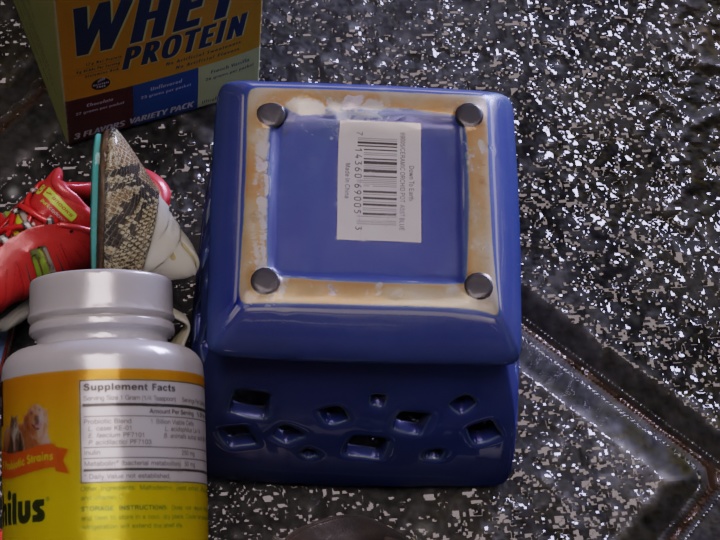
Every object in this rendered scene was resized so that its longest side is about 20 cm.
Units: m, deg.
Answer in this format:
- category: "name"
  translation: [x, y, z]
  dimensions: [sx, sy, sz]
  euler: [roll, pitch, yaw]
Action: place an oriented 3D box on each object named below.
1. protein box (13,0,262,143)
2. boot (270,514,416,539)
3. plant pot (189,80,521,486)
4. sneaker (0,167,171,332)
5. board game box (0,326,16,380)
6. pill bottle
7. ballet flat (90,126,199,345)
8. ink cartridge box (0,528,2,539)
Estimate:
- category: "protein box"
  translation: [-0.155, -0.228, 1.284]
  dimensions: [0.134, 0.200, 0.199]
  euler: [-17, 64, -14]
- category: "boot"
  translation: [0.064, 0.180, 1.136]
  dimensions: [0.174, 0.200, 0.070]
  euler: [22, 94, 39]
- category: "plant pot"
  translation: [0.000, 0.000, 1.183]
  dimensions: [0.199, 0.180, 0.201]
  euler: [2, 61, -3]
- category: "sneaker"
  translation: [-0.197, -0.022, 1.202]
  dimensions: [0.199, 0.085, 0.077]
  euler: [-20, 59, -41]
- category: "board game box"
  translation: [-0.310, 0.034, 1.229]
  dimensions: [0.199, 0.019, 0.103]
  euler: [9, 60, 0]
- category: "pill bottle"
  translation: [-0.136, 0.104, 1.084]
  dimensions: [0.109, 0.109, 0.201]
  euler: [-1, 80, -6]
- category: "ballet flat"
  translation: [-0.133, 0.016, 1.176]
  dimensions: [0.075, 0.201, 0.068]
  euler: [11, 21, -7]
- category: "ink cartridge box"
  translation: [-0.256, 0.211, 1.084]
  dimensions: [0.199, 0.050, 0.163]
  euler: [-7, 62, -5]
